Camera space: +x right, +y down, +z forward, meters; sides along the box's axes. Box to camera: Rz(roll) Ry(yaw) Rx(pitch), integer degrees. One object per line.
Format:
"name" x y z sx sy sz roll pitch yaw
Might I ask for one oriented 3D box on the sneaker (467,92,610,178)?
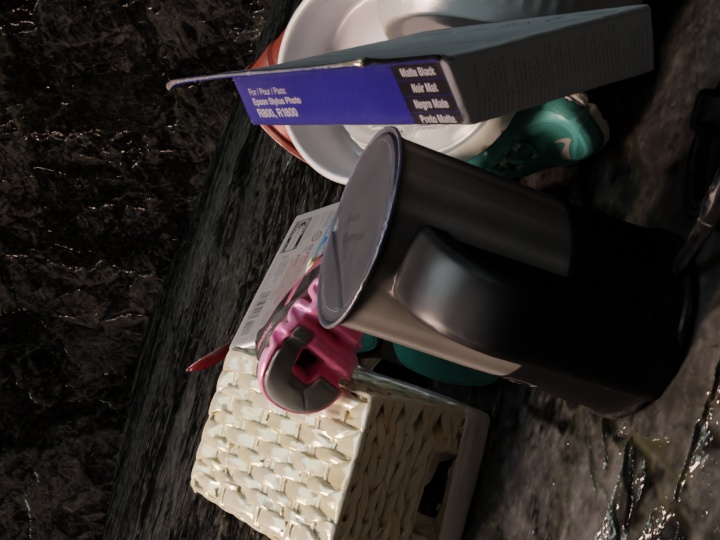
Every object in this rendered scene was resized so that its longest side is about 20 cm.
"sneaker" 0.100 -0.082 0.764 0.199 0.077 0.080 -14 36 57

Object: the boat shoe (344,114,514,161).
"boat shoe" 0.034 -0.121 0.763 0.200 0.071 0.071 10 69 60

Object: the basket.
"basket" -0.022 0.140 0.799 0.199 0.123 0.137 12 84 48

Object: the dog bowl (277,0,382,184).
"dog bowl" 0.013 -0.188 1.038 0.198 0.078 0.203 8 103 38

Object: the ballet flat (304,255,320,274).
"ballet flat" 0.000 0.000 0.891 0.199 0.071 0.070 -31 63 28

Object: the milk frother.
"milk frother" 0.101 -0.037 0.574 0.180 0.186 0.203 178 110 -73

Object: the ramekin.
"ramekin" 0.101 -0.192 0.725 0.202 0.200 0.096 -174 99 -74

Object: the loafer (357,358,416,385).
"loafer" 0.024 0.099 0.937 0.071 0.072 0.201 -50 30 30

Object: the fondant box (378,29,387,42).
"fondant box" 0.094 -0.236 0.897 0.058 0.144 0.203 19 93 34

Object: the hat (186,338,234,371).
"hat" -0.064 0.008 1.109 0.166 0.174 0.202 128 155 -51

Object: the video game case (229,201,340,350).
"video game case" -0.026 -0.004 1.037 0.180 0.024 0.201 -15 36 35

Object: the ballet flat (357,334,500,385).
"ballet flat" 0.029 0.039 0.820 0.068 0.197 0.069 -50 -38 -50

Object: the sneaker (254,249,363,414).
"sneaker" -0.008 0.003 0.738 0.200 0.079 0.095 -48 20 -2

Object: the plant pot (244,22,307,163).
"plant pot" -0.006 -0.247 1.199 0.196 0.199 0.202 -51 25 33

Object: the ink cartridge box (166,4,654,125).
"ink cartridge box" 0.024 -0.106 0.577 0.199 0.198 0.041 10 113 53
